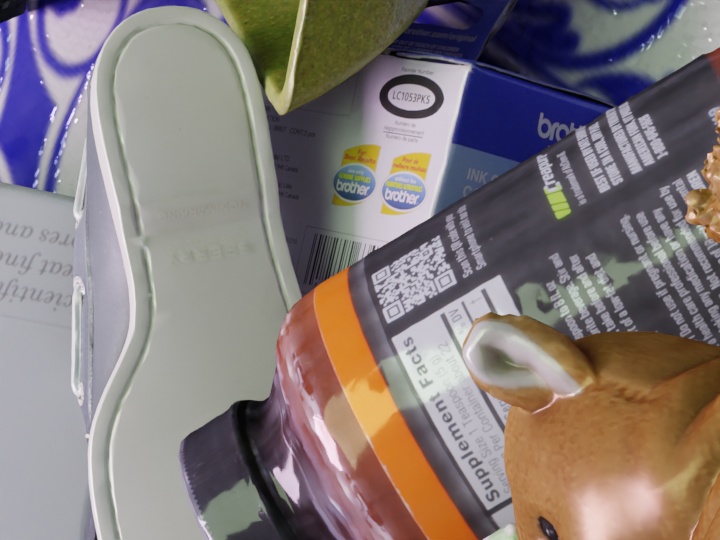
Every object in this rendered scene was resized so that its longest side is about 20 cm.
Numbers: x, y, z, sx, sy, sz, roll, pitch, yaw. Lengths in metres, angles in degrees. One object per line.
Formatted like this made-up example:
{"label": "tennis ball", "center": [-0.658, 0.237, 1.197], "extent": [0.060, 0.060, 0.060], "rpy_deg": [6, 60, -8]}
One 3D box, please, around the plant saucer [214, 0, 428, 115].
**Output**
{"label": "plant saucer", "center": [-0.003, -0.170, 0.873], "extent": [0.200, 0.048, 0.201], "rpy_deg": [-119, 37, -65]}

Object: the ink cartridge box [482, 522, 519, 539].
{"label": "ink cartridge box", "center": [0.025, 0.135, 0.770], "extent": [0.200, 0.145, 0.048], "rpy_deg": [-36, 58, 34]}

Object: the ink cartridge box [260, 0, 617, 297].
{"label": "ink cartridge box", "center": [0.000, 0.000, 0.886], "extent": [0.136, 0.076, 0.201], "rpy_deg": [12, 90, 48]}

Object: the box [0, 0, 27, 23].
{"label": "box", "center": [-0.120, -0.191, 1.027], "extent": [0.158, 0.051, 0.201], "rpy_deg": [-92, 24, -82]}

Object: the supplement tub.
{"label": "supplement tub", "center": [0.051, 0.027, 0.757], "extent": [0.200, 0.107, 0.107], "rpy_deg": [-31, 55, 10]}

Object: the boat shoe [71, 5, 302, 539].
{"label": "boat shoe", "center": [-0.053, 0.023, 0.844], "extent": [0.062, 0.073, 0.201], "rpy_deg": [144, 122, -74]}

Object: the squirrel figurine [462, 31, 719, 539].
{"label": "squirrel figurine", "center": [0.115, 0.029, 0.608], "extent": [0.186, 0.141, 0.201], "rpy_deg": [11, 86, 53]}

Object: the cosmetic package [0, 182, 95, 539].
{"label": "cosmetic package", "center": [-0.180, 0.054, 0.945], "extent": [0.200, 0.164, 0.166], "rpy_deg": [161, 118, -74]}
